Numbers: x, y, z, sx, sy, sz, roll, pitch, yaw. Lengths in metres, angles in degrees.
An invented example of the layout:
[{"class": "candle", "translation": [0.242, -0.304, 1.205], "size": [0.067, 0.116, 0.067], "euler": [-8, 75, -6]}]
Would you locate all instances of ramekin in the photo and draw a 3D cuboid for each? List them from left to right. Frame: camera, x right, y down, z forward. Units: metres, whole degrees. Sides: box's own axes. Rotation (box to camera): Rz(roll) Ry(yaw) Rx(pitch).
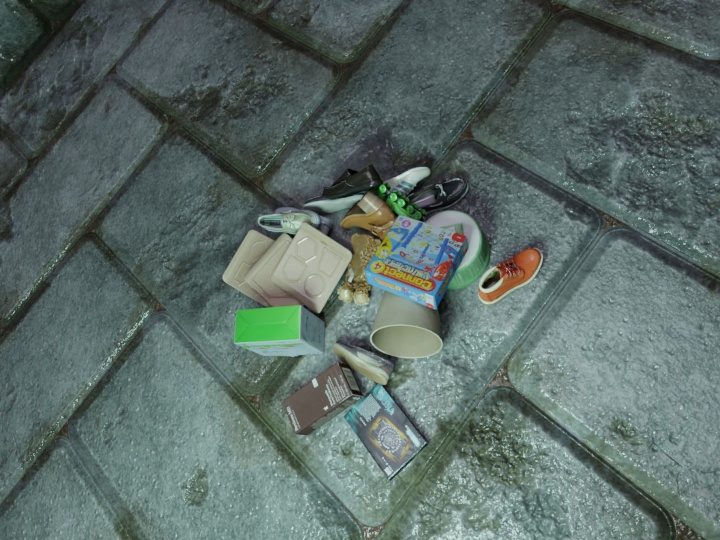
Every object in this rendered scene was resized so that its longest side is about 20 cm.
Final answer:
[{"class": "ramekin", "translation": [0.244, -0.062, 1.506], "size": [0.196, 0.098, 0.204], "euler": [-7, 69, 18]}]

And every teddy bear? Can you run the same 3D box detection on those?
[{"class": "teddy bear", "translation": [0.000, 0.000, 1.603], "size": [0.142, 0.066, 0.205], "euler": [-9, 74, 27]}]

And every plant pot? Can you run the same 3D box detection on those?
[{"class": "plant pot", "translation": [0.127, 0.096, 1.463], "size": [0.183, 0.188, 0.203], "euler": [-4, 56, 19]}]

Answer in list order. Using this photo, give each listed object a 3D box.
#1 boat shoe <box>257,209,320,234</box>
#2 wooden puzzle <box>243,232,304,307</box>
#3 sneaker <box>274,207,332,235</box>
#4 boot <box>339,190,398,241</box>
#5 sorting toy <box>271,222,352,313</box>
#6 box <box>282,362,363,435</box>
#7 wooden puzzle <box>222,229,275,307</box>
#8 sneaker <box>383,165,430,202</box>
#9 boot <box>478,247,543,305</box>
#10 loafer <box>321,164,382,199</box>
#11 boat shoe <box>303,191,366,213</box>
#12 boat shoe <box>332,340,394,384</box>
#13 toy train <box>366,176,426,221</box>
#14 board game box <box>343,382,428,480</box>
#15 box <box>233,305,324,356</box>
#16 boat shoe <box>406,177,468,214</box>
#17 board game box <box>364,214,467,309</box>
[{"class": "boat shoe", "translation": [-0.213, -0.140, 1.662], "size": [0.196, 0.062, 0.074], "euler": [-3, 92, 26]}, {"class": "wooden puzzle", "translation": [-0.218, 0.019, 1.659], "size": [0.199, 0.037, 0.185], "euler": [42, 83, 10]}, {"class": "sneaker", "translation": [-0.184, -0.141, 1.711], "size": [0.196, 0.073, 0.072], "euler": [14, 73, 24]}, {"class": "boot", "translation": [0.032, -0.128, 1.618], "size": [0.154, 0.200, 0.074], "euler": [43, 60, -8]}, {"class": "sorting toy", "translation": [-0.139, -0.008, 1.606], "size": [0.183, 0.036, 0.203], "euler": [32, 95, 16]}, {"class": "box", "translation": [-0.102, 0.341, 1.489], "size": [0.199, 0.075, 0.101], "euler": [-38, 61, 14]}, {"class": "wooden puzzle", "translation": [-0.301, -0.005, 1.724], "size": [0.197, 0.046, 0.188], "euler": [27, 82, 22]}, {"class": "sneaker", "translation": [0.121, -0.233, 1.645], "size": [0.196, 0.070, 0.095], "euler": [-21, 91, 2]}, {"class": "boot", "translation": [0.382, 0.005, 1.428], "size": [0.199, 0.107, 0.075], "euler": [-40, 61, 1]}, {"class": "loafer", "translation": [-0.027, -0.250, 1.583], "size": [0.197, 0.073, 0.073], "euler": [-11, 93, 32]}, {"class": "boat shoe", "translation": [-0.077, -0.220, 1.692], "size": [0.196, 0.074, 0.062], "euler": [-10, 71, 15]}, {"class": "boat shoe", "translation": [0.008, 0.236, 1.506], "size": [0.198, 0.073, 0.065], "euler": [23, 55, 38]}, {"class": "toy train", "translation": [0.100, -0.190, 1.575], "size": [0.199, 0.042, 0.057], "euler": [40, 124, 16]}, {"class": "board game box", "translation": [0.063, 0.408, 1.439], "size": [0.135, 0.028, 0.201], "euler": [-42, 62, 1]}, {"class": "box", "translation": [-0.219, 0.173, 1.549], "size": [0.196, 0.176, 0.099], "euler": [-6, 70, 18]}, {"class": "boat shoe", "translation": [0.211, -0.213, 1.597], "size": [0.196, 0.060, 0.075], "euler": [-21, 65, 12]}, {"class": "board game box", "translation": [0.141, -0.026, 1.412], "size": [0.197, 0.056, 0.197], "euler": [19, 60, 25]}]
